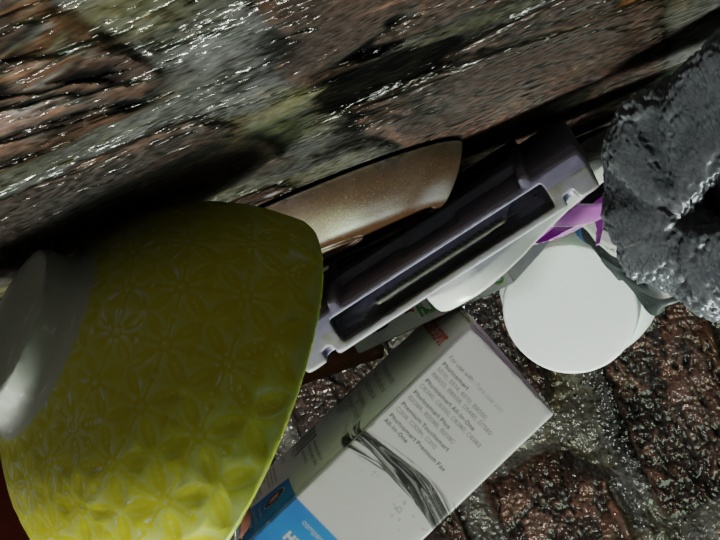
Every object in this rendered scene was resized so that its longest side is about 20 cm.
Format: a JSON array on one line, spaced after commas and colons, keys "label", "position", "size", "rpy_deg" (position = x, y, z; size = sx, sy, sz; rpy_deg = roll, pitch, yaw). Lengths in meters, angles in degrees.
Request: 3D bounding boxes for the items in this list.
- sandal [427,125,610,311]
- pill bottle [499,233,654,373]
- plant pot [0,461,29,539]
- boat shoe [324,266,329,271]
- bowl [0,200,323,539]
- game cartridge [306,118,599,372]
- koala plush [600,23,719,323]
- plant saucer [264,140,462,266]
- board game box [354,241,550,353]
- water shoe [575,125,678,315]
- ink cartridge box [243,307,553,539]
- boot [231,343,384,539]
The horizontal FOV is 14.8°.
[{"label": "sandal", "position": [0.122, -0.033, 1.667], "size": [0.202, 0.050, 0.082], "rpy_deg": [-38, -168, -15]}, {"label": "pill bottle", "position": [0.160, -0.002, 1.973], "size": [0.116, 0.117, 0.200], "rpy_deg": [-24, -169, 17]}, {"label": "plant pot", "position": [-0.259, 0.158, 1.583], "size": [0.200, 0.200, 0.176], "rpy_deg": [-25, 165, 31]}, {"label": "boat shoe", "position": [0.000, 0.000, 1.749], "size": [0.199, 0.072, 0.076], "rpy_deg": [-18, -163, 19]}, {"label": "bowl", "position": [-0.111, 0.046, 1.245], "size": [0.107, 0.201, 0.200], "rpy_deg": [25, 156, -19]}, {"label": "game cartridge", "position": [0.044, -0.019, 1.616], "size": [0.200, 0.038, 0.130], "rpy_deg": [-33, -166, 6]}, {"label": "koala plush", "position": [0.251, -0.069, 1.549], "size": [0.200, 0.178, 0.184], "rpy_deg": [-28, -178, -41]}, {"label": "plant saucer", "position": [-0.029, -0.020, 1.552], "size": [0.200, 0.032, 0.200], "rpy_deg": [-24, 176, -2]}, {"label": "board game box", "position": [0.076, -0.017, 1.846], "size": [0.126, 0.035, 0.200], "rpy_deg": [-25, -171, 30]}, {"label": "water shoe", "position": [0.163, -0.030, 1.766], "size": [0.071, 0.079, 0.200], "rpy_deg": [-23, -159, 2]}, {"label": "ink cartridge box", "position": [0.020, 0.120, 1.777], "size": [0.200, 0.084, 0.146], "rpy_deg": [-43, -173, 2]}, {"label": "boot", "position": [-0.069, 0.086, 1.779], "size": [0.200, 0.188, 0.069], "rpy_deg": [-18, 131, -34]}]
